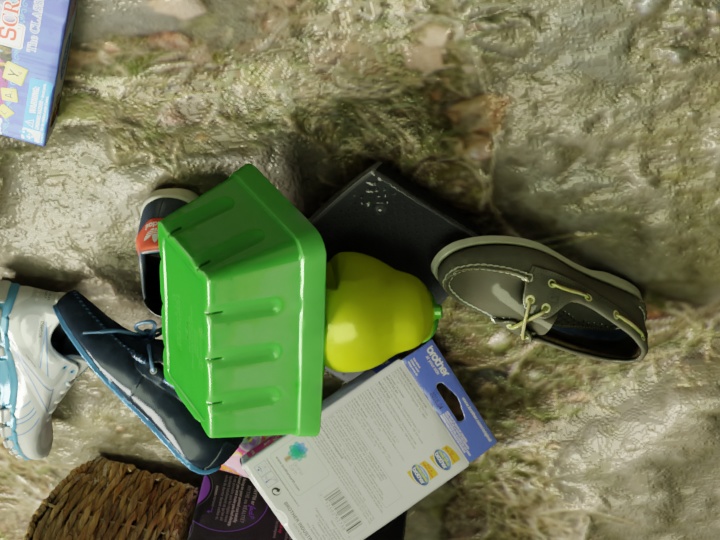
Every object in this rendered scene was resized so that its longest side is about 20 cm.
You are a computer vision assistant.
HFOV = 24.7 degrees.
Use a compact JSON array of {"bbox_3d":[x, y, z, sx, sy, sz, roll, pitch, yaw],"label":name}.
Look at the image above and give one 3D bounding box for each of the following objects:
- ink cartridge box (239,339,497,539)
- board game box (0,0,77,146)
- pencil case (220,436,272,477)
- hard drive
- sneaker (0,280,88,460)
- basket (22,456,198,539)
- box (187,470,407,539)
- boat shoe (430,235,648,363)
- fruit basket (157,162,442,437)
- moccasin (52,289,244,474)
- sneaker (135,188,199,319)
[{"bbox_3d":[0.008,0.160,1.455,0.200,0.042,0.119,-34,100,-3],"label":"ink cartridge box"},{"bbox_3d":[-0.319,-0.207,1.256,0.199,0.041,0.200,15,130,-4],"label":"board game box"},{"bbox_3d":[-0.067,0.164,1.505,0.200,0.087,0.087,21,129,-9],"label":"pencil case"},{"bbox_3d":[0.000,0.000,1.383,0.135,0.042,0.200,32,126,-18],"label":"hard drive"},{"bbox_3d":[-0.283,0.097,1.486,0.087,0.075,0.200,1,130,0],"label":"sneaker"},{"bbox_3d":[-0.250,0.299,1.561,0.143,0.200,0.149,15,133,6],"label":"basket"},{"bbox_3d":[-0.063,0.276,1.568,0.200,0.122,0.106,9,130,2],"label":"box"},{"bbox_3d":[0.151,0.027,1.345,0.202,0.060,0.072,16,132,-25],"label":"boat shoe"},{"bbox_3d":[-0.048,0.027,1.320,0.216,0.156,0.216,-19,130,-24],"label":"fruit basket"},{"bbox_3d":[-0.178,0.086,1.423,0.068,0.080,0.200,-43,98,3],"label":"moccasin"},{"bbox_3d":[-0.146,0.030,1.401,0.075,0.085,0.200,-10,128,15],"label":"sneaker"}]
